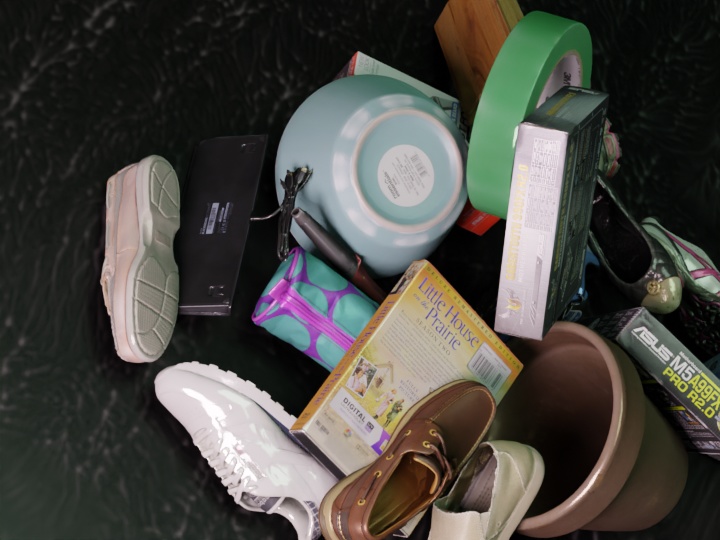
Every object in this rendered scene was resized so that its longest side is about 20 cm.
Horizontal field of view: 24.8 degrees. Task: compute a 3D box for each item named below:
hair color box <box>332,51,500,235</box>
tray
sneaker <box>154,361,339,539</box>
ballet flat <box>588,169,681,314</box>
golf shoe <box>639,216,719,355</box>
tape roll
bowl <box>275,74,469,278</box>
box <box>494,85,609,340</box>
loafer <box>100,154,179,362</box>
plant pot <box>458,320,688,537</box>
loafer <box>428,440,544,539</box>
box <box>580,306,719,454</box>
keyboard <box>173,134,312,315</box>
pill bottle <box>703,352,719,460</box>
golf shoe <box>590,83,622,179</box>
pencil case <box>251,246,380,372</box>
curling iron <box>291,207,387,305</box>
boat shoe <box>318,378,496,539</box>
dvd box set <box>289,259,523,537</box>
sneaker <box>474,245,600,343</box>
[{"bbox_3d":[0.062,-0.130,1.692,0.199,0.064,0.112,22,55,-18],"label":"hair color box"},{"bbox_3d":[0.130,-0.243,1.728,0.037,0.099,0.201,17,33,-23],"label":"tray"},{"bbox_3d":[-0.100,0.156,1.427,0.199,0.076,0.081,35,60,-9],"label":"sneaker"},{"bbox_3d":[0.264,-0.034,1.714,0.201,0.066,0.057,55,19,23],"label":"ballet flat"},{"bbox_3d":[0.373,0.018,1.784,0.200,0.073,0.092,40,49,-6],"label":"golf shoe"},{"bbox_3d":[0.165,-0.147,1.586,0.048,0.202,0.201,19,47,21],"label":"tape roll"},{"bbox_3d":[0.027,-0.094,1.571,0.199,0.105,0.203,1,88,-20],"label":"bowl"},{"bbox_3d":[0.178,-0.056,1.521,0.048,0.202,0.158,12,23,19],"label":"box"},{"bbox_3d":[-0.203,-0.006,1.470,0.072,0.062,0.202,40,44,-51],"label":"loafer"},{"bbox_3d":[0.217,0.172,1.554,0.174,0.199,0.202,29,50,-38],"label":"plant pot"},{"bbox_3d":[0.090,0.235,1.456,0.068,0.075,0.201,35,76,-34],"label":"loafer"},{"bbox_3d":[0.291,0.111,1.613,0.160,0.200,0.044,44,80,-2],"label":"box"},{"bbox_3d":[-0.112,-0.044,1.523,0.126,0.021,0.201,-2,56,17],"label":"keyboard"},{"bbox_3d":[0.426,0.115,1.688,0.108,0.200,0.110,15,56,-24],"label":"pill bottle"},{"bbox_3d":[0.212,-0.186,1.811,0.092,0.073,0.201,-15,73,-35],"label":"golf shoe"},{"bbox_3d":[-0.003,0.066,1.522,0.199,0.085,0.092,36,7,-9],"label":"pencil case"},{"bbox_3d":[0.000,0.000,1.549,0.200,0.049,0.026,45,62,-34],"label":"curling iron"},{"bbox_3d":[0.053,0.169,1.404,0.200,0.067,0.072,-41,107,-27],"label":"boat shoe"},{"bbox_3d":[0.044,0.113,1.460,0.146,0.029,0.201,46,65,-21],"label":"dvd box set"},{"bbox_3d":[0.188,0.023,1.674,0.089,0.079,0.200,46,50,2],"label":"sneaker"}]
